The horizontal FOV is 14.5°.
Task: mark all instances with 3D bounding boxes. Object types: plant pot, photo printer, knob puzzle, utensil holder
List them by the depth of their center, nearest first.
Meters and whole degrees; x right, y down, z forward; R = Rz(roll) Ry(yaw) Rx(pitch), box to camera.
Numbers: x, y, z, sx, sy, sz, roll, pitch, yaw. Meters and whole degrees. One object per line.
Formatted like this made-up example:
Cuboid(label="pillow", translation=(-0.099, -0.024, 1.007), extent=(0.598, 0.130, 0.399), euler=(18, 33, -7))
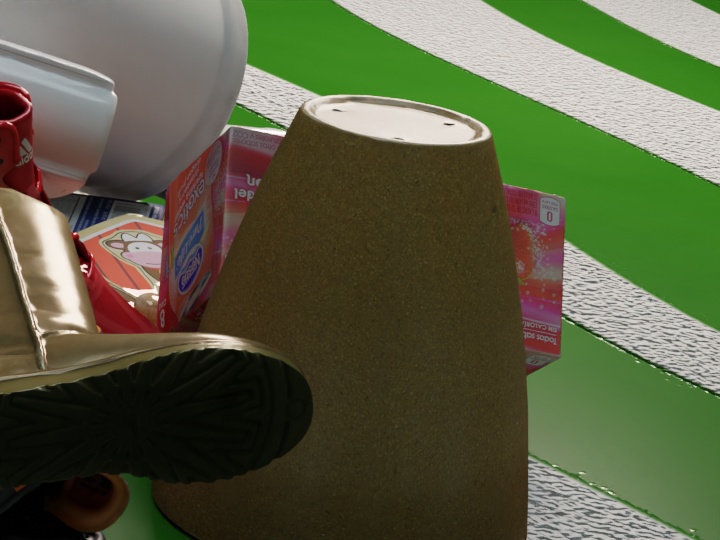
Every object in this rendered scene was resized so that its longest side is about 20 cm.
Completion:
Cuboid(label="plant pot", translation=(0.003, 0.023, 1.361), extent=(0.186, 0.200, 0.186), euler=(7, 15, -2))
Cuboid(label="photo printer", translation=(-0.242, -0.098, 1.528), extent=(0.200, 0.070, 0.166), euler=(17, -5, -13))
Cuboid(label="knob puzzle", translation=(-0.094, 0.010, 1.594), extent=(0.219, 0.031, 0.220), euler=(11, 25, -5))
Cuboid(label="utensil holder", translation=(-0.195, -0.151, 1.724), extent=(0.170, 0.170, 0.200), euler=(23, -1, 42))

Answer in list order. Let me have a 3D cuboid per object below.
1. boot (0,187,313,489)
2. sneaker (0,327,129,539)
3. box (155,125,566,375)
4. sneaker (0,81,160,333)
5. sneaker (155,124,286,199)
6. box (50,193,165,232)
Cuboid(label="boot", translation=(-0.128, 0.021, 1.295), extent=(0.175, 0.066, 0.200), euler=(-1, 27, -17))
Cuboid(label="sneaker", translation=(-0.148, 0.084, 1.322), extent=(0.112, 0.078, 0.200), euler=(18, 29, 19))
Cuboid(label="box", translation=(0.000, 0.000, 1.515), extent=(0.200, 0.095, 0.103), euler=(12, -21, -22))
Cuboid(label="sneaker", translation=(-0.170, -0.019, 1.437), extent=(0.200, 0.116, 0.078), euler=(28, 32, -13))
Cuboid(label="sneaker", translation=(-0.082, -0.043, 1.778), extent=(0.129, 0.080, 0.199), euler=(0, 25, 14))
Cuboid(label="box", translation=(-0.223, -0.026, 1.712), extent=(0.200, 0.032, 0.121), euler=(9, 16, -2))
